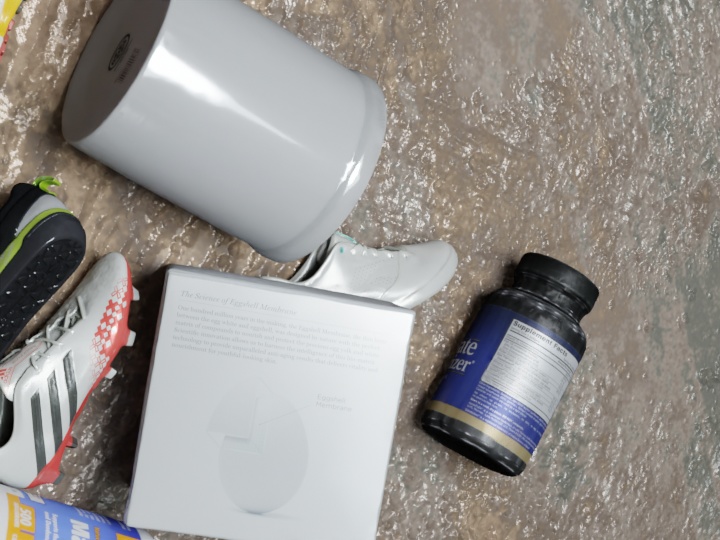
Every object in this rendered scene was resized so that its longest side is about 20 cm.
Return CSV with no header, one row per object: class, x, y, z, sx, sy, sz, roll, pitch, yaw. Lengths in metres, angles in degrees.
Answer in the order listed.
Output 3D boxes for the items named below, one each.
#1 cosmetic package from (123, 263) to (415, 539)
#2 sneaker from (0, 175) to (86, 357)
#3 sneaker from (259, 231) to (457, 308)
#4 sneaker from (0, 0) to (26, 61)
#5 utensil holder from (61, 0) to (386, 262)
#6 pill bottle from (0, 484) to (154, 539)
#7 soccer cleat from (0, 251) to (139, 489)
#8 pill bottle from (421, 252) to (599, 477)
cosmetic package,-0.076,0.109,1.010,0.198,0.123,0.201,10,93,-9
sneaker,-0.290,0.012,0.933,0.200,0.083,0.072,-43,154,0
sneaker,0.000,0.000,1.117,0.199,0.075,0.089,-26,105,-26
sneaker,-0.298,-0.181,0.894,0.082,0.078,0.201,25,73,-30
utensil holder,-0.108,-0.124,0.970,0.199,0.170,0.171,28,81,-30
pill bottle,-0.227,0.245,0.974,0.199,0.112,0.113,26,83,-33
soccer cleat,-0.241,0.073,0.968,0.085,0.068,0.201,27,87,-37
pill bottle,0.151,0.089,1.205,0.112,0.112,0.201,37,76,-32
